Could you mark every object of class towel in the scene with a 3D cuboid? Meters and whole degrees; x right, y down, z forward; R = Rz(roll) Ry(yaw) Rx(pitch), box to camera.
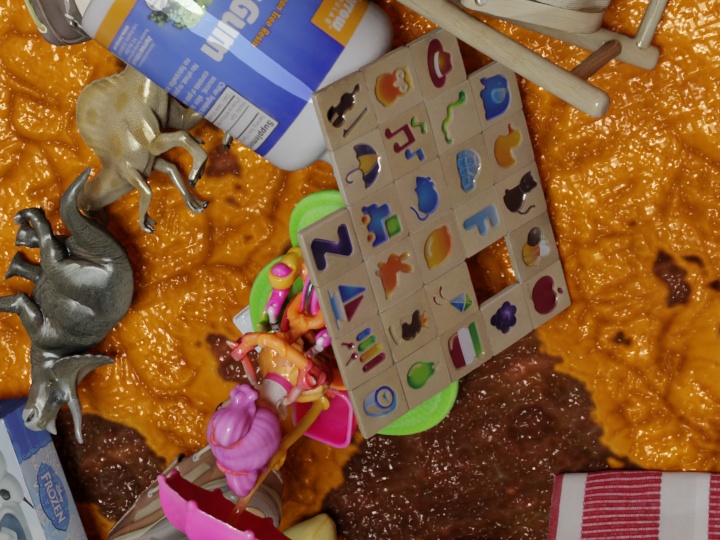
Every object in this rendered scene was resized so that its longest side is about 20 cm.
[{"bbox_3d":[0.206,0.184,0.930,0.198,0.145,0.023,-1,143,20],"label":"towel"}]

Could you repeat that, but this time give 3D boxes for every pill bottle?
[{"bbox_3d":[-0.051,-0.129,0.899,0.199,0.112,0.112,34,118,-10],"label":"pill bottle"}]

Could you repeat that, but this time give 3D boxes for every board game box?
[{"bbox_3d":[-0.288,0.195,1.137,0.198,0.043,0.201,-6,107,32],"label":"board game box"}]

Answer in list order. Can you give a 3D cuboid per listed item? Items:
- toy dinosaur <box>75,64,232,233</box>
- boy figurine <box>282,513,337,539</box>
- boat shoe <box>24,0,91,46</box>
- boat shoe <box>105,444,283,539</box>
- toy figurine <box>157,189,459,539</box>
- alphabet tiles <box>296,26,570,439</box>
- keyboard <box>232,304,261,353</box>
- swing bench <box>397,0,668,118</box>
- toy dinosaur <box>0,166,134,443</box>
[{"bbox_3d":[-0.133,-0.096,0.979,0.100,0.058,0.201,27,117,9],"label":"toy dinosaur"},{"bbox_3d":[-0.062,0.255,1.088,0.124,0.064,0.201,36,121,6],"label":"boy figurine"},{"bbox_3d":[-0.199,-0.236,0.942,0.059,0.072,0.202,-13,104,31],"label":"boat shoe"},{"bbox_3d":[-0.113,0.165,1.069,0.075,0.072,0.199,31,140,-27],"label":"boat shoe"},{"bbox_3d":[-0.044,0.084,0.908,0.149,0.184,0.201,20,137,18],"label":"toy figurine"},{"bbox_3d":[0.039,-0.028,0.885,0.008,0.166,0.202,19,133,53],"label":"alphabet tiles"},{"bbox_3d":[0.000,0.000,0.998,0.200,0.011,0.056,-38,100,28],"label":"keyboard"},{"bbox_3d":[0.088,-0.221,0.817,0.199,0.130,0.200,27,117,14],"label":"swing bench"},{"bbox_3d":[-0.192,0.010,1.040,0.102,0.077,0.201,26,117,-3],"label":"toy dinosaur"}]
